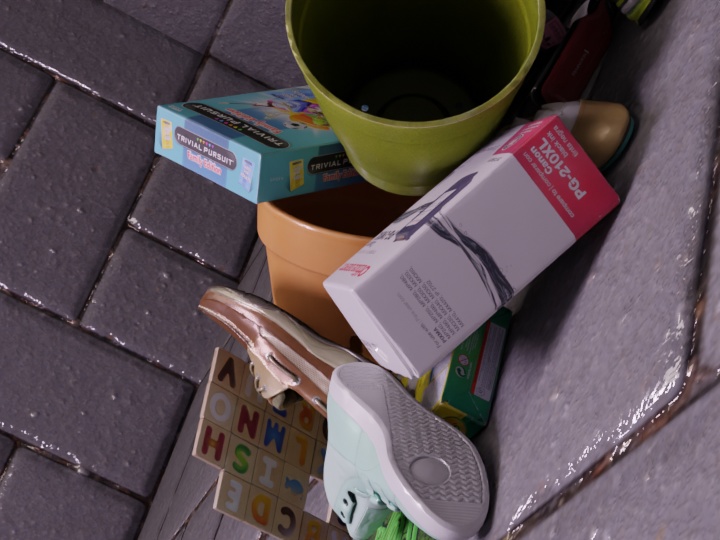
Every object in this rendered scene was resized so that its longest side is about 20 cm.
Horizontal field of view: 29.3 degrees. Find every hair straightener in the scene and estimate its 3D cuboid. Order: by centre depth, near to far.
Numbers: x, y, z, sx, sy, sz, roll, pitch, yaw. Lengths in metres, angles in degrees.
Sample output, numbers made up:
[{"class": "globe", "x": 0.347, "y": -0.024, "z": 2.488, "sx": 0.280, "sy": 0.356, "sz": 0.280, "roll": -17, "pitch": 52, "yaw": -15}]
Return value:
[{"class": "hair straightener", "x": 0.208, "y": -0.232, "z": 1.234, "sx": 0.202, "sy": 0.041, "sz": 0.077, "roll": -65, "pitch": 10, "yaw": -3}]

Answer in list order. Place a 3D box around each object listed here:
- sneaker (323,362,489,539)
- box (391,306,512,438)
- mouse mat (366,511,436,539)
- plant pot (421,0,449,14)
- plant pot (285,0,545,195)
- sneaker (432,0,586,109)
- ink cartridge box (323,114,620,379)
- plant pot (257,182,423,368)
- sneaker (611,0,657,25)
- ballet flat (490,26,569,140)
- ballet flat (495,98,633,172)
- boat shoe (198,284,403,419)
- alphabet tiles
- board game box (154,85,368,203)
[{"class": "sneaker", "x": 0.032, "y": 0.168, "z": 1.032, "sx": 0.201, "sy": 0.073, "sz": 0.120, "roll": -133, "pitch": 43, "yaw": -53}, {"class": "box", "x": 0.053, "y": 0.116, "z": 1.154, "sx": 0.200, "sy": 0.048, "sz": 0.118, "roll": -49, "pitch": 18, "yaw": 51}, {"class": "mouse mat", "x": 0.013, "y": 0.260, "z": 1.060, "sx": 0.202, "sy": 0.007, "sz": 0.161, "roll": -68, "pitch": 15, "yaw": -18}, {"class": "plant pot", "x": 0.093, "y": -0.283, "z": 1.172, "sx": 0.201, "sy": 0.198, "sz": 0.094, "roll": 129, "pitch": 154, "yaw": -53}, {"class": "plant pot", "x": 0.044, "y": -0.161, "z": 1.129, "sx": 0.193, "sy": 0.198, "sz": 0.202, "roll": 86, "pitch": -155, "yaw": -68}, {"class": "sneaker", "x": 0.141, "y": -0.210, "z": 1.261, "sx": 0.081, "sy": 0.070, "sz": 0.201, "roll": 15, "pitch": 65, "yaw": 47}, {"class": "ink cartridge box", "x": 0.077, "y": -0.018, "z": 1.037, "sx": 0.199, "sy": 0.085, "sz": 0.145, "roll": -40, "pitch": 7, "yaw": -7}, {"class": "plant pot", "x": 0.000, "y": 0.000, "z": 1.247, "sx": 0.201, "sy": 0.197, "sz": 0.142, "roll": -88, "pitch": 4, "yaw": -68}, {"class": "sneaker", "x": 0.233, "y": -0.303, "z": 1.158, "sx": 0.074, "sy": 0.080, "sz": 0.202, "roll": -50, "pitch": 17, "yaw": 55}, {"class": "ballet flat", "x": 0.156, "y": -0.143, "z": 1.282, "sx": 0.067, "sy": 0.046, "sz": 0.202, "roll": -2, "pitch": 55, "yaw": 42}, {"class": "ballet flat", "x": 0.155, "y": -0.104, "z": 1.118, "sx": 0.069, "sy": 0.062, "sz": 0.200, "roll": -66, "pitch": 10, "yaw": -9}, {"class": "boat shoe", "x": -0.059, "y": 0.079, "z": 1.152, "sx": 0.074, "sy": 0.198, "sz": 0.076, "roll": -60, "pitch": -24, "yaw": -4}, {"class": "alphabet tiles", "x": -0.065, "y": 0.154, "z": 1.222, "sx": 0.007, "sy": 0.199, "sz": 0.169, "roll": -16, "pitch": 52, "yaw": 40}, {"class": "board game box", "x": -0.066, "y": -0.122, "z": 1.270, "sx": 0.198, "sy": 0.150, "sz": 0.048, "roll": -14, "pitch": -59, "yaw": -43}]
